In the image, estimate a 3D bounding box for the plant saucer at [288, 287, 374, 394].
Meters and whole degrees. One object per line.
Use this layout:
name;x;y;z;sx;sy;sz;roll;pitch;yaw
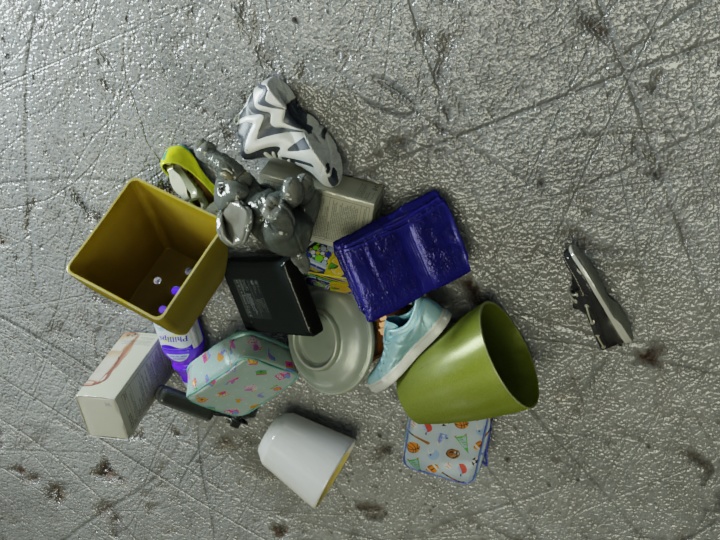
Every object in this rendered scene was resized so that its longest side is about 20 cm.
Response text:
plant saucer;-0.065;0.118;1.727;0.199;0.050;0.202;1;92;40

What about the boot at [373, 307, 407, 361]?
boot;-0.005;0.109;1.746;0.199;0.077;0.156;-2;119;20

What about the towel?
towel;0.070;-0.022;1.582;0.199;0.050;0.148;-27;97;-11

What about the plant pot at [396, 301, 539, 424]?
plant pot;0.165;0.177;1.660;0.199;0.187;0.188;-27;109;26

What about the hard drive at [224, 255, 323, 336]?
hard drive;-0.156;0.044;1.719;0.199;0.033;0.140;1;116;51

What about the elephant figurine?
elephant figurine;-0.172;-0.103;1.570;0.199;0.156;0.142;10;165;23

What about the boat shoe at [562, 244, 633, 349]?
boat shoe;0.370;0.047;1.596;0.060;0.074;0.200;-26;118;24

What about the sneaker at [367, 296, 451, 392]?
sneaker;0.063;0.117;1.674;0.082;0.074;0.200;39;110;-6

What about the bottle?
bottle;-0.337;0.129;1.872;0.083;0.065;0.201;0;120;20

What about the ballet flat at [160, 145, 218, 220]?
ballet flat;-0.273;-0.123;1.697;0.067;0.067;0.200;-28;109;29

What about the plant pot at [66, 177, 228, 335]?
plant pot;-0.340;-0.001;1.694;0.199;0.201;0.177;25;159;18

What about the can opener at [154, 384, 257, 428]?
can opener;-0.300;0.259;1.921;0.199;0.053;0.067;20;88;-26

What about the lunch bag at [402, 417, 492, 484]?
lunch bag;0.163;0.294;1.808;0.159;0.076;0.201;12;122;8

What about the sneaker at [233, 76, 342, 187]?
sneaker;-0.127;-0.197;1.599;0.129;0.080;0.199;-33;105;33

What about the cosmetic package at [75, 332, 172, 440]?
cosmetic package;-0.443;0.215;1.876;0.087;0.200;0.104;2;121;16

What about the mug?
mug;-0.118;0.365;1.903;0.153;0.149;0.187;30;118;8

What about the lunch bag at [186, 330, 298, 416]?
lunch bag;-0.218;0.193;1.838;0.160;0.078;0.200;22;136;-39

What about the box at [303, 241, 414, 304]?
box;0.000;0.000;1.672;0.199;0.070;0.064;9;156;13

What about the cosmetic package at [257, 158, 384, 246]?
cosmetic package;-0.070;-0.107;1.638;0.199;0.073;0.104;17;123;8
